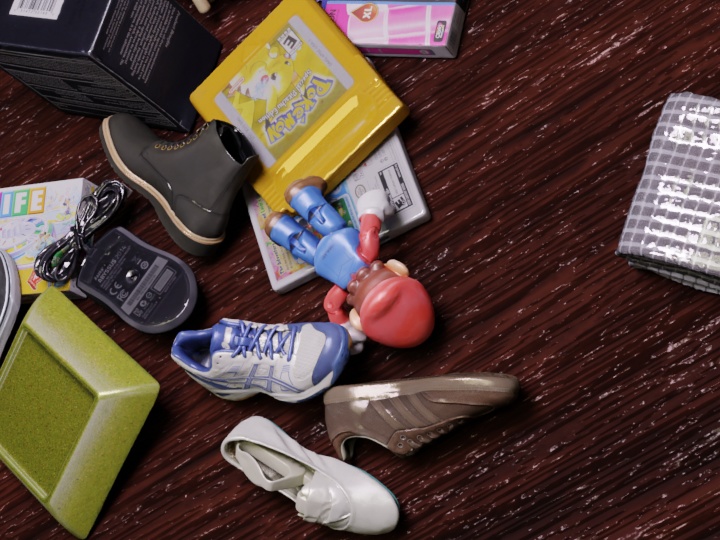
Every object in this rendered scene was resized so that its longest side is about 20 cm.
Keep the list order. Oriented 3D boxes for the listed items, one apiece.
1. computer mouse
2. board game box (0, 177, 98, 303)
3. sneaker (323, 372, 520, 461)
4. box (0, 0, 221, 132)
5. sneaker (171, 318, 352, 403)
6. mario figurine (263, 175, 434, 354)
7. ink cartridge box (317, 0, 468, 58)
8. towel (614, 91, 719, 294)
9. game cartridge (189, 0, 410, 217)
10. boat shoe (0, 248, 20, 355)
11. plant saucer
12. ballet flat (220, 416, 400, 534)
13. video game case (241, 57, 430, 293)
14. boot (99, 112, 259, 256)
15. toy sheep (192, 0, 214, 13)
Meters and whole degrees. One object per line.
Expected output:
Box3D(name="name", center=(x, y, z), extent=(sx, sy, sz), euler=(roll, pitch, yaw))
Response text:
Box3D(name="computer mouse", center=(-0.244, 0.002, 1.463), extent=(0.200, 0.053, 0.139), euler=(36, 82, 27))
Box3D(name="board game box", center=(-0.399, -0.029, 1.563), extent=(0.200, 0.034, 0.135), euler=(-6, 70, 24))
Box3D(name="sneaker", center=(0.060, 0.138, 1.276), extent=(0.200, 0.070, 0.076), euler=(-7, 87, 29))
Box3D(name="box", center=(-0.296, -0.255, 1.494), extent=(0.200, 0.198, 0.123), euler=(12, 76, 28))
Box3D(name="sneaker", center=(-0.102, 0.083, 1.322), extent=(0.200, 0.088, 0.075), euler=(-15, 54, 37))
Box3D(name="mario figurine", center=(0.000, 0.000, 1.337), extent=(0.106, 0.124, 0.200), euler=(-30, 64, -31))
Box3D(name="ink cartridge box", center=(0.017, -0.277, 1.446), extent=(0.200, 0.037, 0.095), euler=(6, 75, 29))
Box3D(name="towel", center=(0.341, -0.061, 1.185), extent=(0.200, 0.086, 0.166), euler=(15, 81, 29))
Box3D(name="game cartridge", center=(-0.068, -0.173, 1.421), extent=(0.176, 0.032, 0.200), euler=(-44, 60, 11))
Box3D(name="boat shoe", center=(-0.426, 0.058, 1.479), extent=(0.072, 0.071, 0.200), euler=(-9, 61, 26))
Box3D(name="plant saucer", center=(-0.326, 0.148, 1.428), extent=(0.200, 0.048, 0.200), euler=(37, 108, 31))
Box3D(name="ballet flat", center=(-0.055, 0.204, 1.295), extent=(0.200, 0.069, 0.069), euler=(27, 86, 32))
Box3D(name="video game case", center=(-0.038, -0.100, 1.419), extent=(0.182, 0.024, 0.200), euler=(-27, 64, 16))
Box3D(name="boot", center=(-0.187, -0.133, 1.442), extent=(0.200, 0.077, 0.138), euler=(47, 127, 19))
Box3D(name="toy sheep", center=(-0.171, -0.368, 1.509), extent=(0.200, 0.138, 0.138), euler=(-28, 63, 12))
